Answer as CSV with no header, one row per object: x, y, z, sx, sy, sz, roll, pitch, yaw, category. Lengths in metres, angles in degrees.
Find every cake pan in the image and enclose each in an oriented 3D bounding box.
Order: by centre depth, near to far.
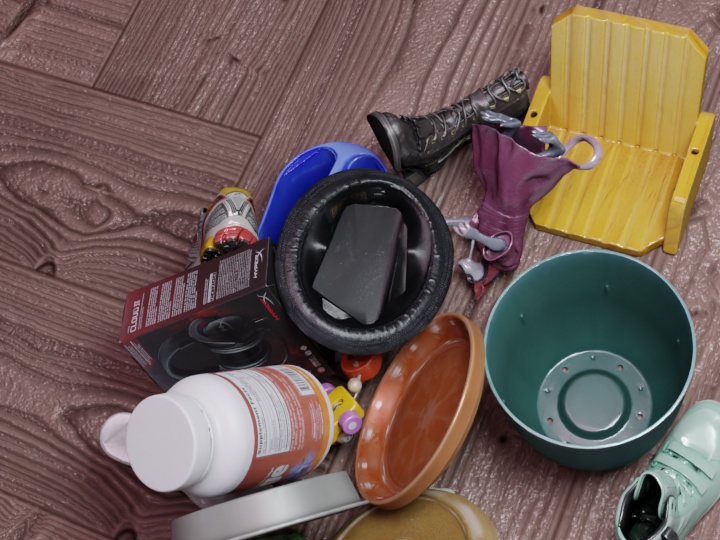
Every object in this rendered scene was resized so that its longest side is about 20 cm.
-0.091,0.229,1.266,0.198,0.200,0.037,-17,80,4,cake pan

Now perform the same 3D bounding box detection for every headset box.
-0.145,0.069,1.416,0.198,0.149,0.078,-21,40,17,headset box

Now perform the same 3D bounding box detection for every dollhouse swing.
0.266,-0.148,1.440,0.198,0.176,0.184,16,69,19,dollhouse swing

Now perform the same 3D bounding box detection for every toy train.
-0.048,0.137,1.438,0.198,0.056,0.151,-24,40,16,toy train

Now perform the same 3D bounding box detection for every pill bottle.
-0.123,0.153,1.277,0.111,0.199,0.114,1,91,34,pill bottle

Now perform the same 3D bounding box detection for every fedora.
0.000,0.000,1.388,0.197,0.092,0.203,3,70,-8,fedora

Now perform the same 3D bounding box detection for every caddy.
-0.037,-0.045,1.496,0.140,0.105,0.202,12,67,17,caddy

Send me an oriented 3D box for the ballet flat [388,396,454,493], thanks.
0.066,0.213,1.377,0.068,0.070,0.202,-11,62,7,ballet flat

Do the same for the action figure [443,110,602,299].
0.156,-0.065,1.449,0.147,0.203,0.134,3,22,-14,action figure

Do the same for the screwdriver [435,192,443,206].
0.055,0.001,1.499,0.029,0.028,0.201,33,73,-7,screwdriver

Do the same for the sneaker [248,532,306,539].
-0.093,0.305,1.372,0.198,0.075,0.083,24,42,27,sneaker

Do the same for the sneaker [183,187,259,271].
-0.148,-0.025,1.472,0.077,0.200,0.083,9,66,-18,sneaker

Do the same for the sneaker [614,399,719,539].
0.307,0.198,1.295,0.073,0.119,0.202,25,71,24,sneaker

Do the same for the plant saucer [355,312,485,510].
0.061,0.137,1.305,0.032,0.200,0.202,27,68,-19,plant saucer

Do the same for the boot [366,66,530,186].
0.104,-0.172,1.478,0.173,0.200,0.070,-31,77,8,boot

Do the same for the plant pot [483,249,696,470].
0.229,0.106,1.332,0.198,0.161,0.203,-5,63,11,plant pot

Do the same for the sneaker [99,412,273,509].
-0.174,0.205,1.421,0.198,0.099,0.071,25,84,3,sneaker

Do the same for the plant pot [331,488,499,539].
0.035,0.283,1.256,0.198,0.028,0.201,-20,39,16,plant pot
